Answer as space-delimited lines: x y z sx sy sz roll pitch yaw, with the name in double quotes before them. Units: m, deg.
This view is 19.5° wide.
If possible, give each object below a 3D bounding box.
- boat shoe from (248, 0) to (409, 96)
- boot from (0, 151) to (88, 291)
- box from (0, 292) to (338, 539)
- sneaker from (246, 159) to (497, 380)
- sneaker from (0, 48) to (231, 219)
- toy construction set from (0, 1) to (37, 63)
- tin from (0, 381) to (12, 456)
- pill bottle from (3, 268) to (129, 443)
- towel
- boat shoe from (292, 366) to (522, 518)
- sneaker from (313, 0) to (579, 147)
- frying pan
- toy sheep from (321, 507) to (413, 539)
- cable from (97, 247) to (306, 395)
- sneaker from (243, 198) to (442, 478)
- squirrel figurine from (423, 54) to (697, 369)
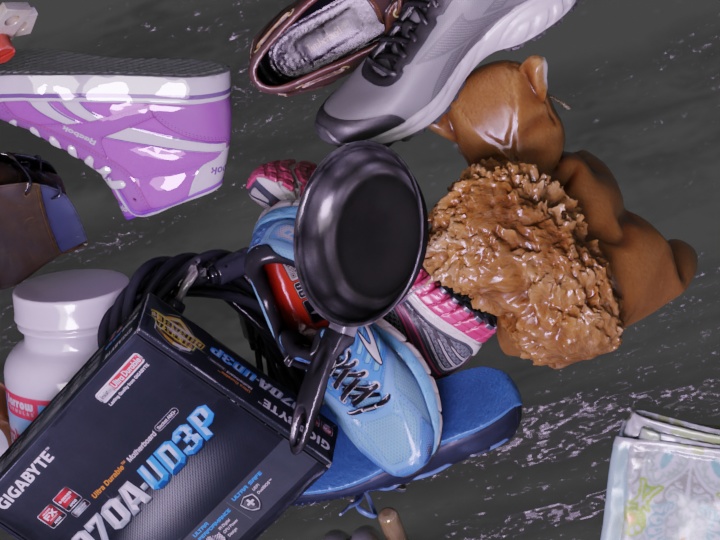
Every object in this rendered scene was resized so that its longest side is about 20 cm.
"boat shoe" 0.013 -0.177 1.389 0.200 0.070 0.071 -35 95 15
"boot" -0.246 -0.068 1.411 0.097 0.075 0.200 -22 140 -14
"box" -0.135 0.130 1.386 0.159 0.046 0.200 37 119 -15
"sneaker" 0.000 0.000 1.440 0.200 0.081 0.075 40 110 -6
"sneaker" -0.189 -0.089 1.446 0.200 0.073 0.115 6 112 7
"toy construction set" -0.270 -0.196 1.382 0.131 0.092 0.200 -37 56 18
"tin" -0.344 0.127 1.518 0.199 0.042 0.112 -10 140 1
"pill bottle" -0.194 0.106 1.486 0.108 0.109 0.201 -2 106 9
"towel" 0.253 0.203 1.484 0.170 0.048 0.201 8 108 6
"boat shoe" 0.019 0.131 1.455 0.199 0.084 0.069 -12 145 5
"sneaker" 0.045 -0.154 1.339 0.200 0.074 0.079 -41 128 -8
"frying pan" 0.003 0.016 1.285 0.115 0.031 0.191 -9 80 45
"toy sheep" 0.003 0.242 1.491 0.199 0.138 0.138 -15 105 7
"cable" -0.107 0.086 1.452 0.051 0.163 0.201 17 117 47
"sneaker" -0.021 0.055 1.371 0.078 0.090 0.200 -29 99 25
"squirrel figurine" 0.112 -0.041 1.350 0.141 0.200 0.187 -19 102 21
